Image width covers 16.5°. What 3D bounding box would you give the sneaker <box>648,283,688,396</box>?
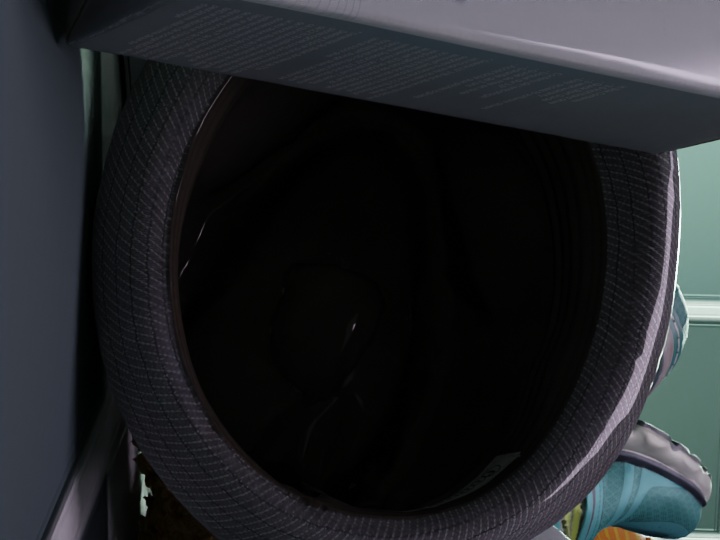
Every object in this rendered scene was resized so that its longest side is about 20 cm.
[{"bbox_3d":[0.080,0.012,0.969,0.080,0.071,0.200,-48,-171,-20],"label":"sneaker"}]

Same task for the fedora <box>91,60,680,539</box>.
[{"bbox_3d":[0.000,0.000,0.748,0.090,0.176,0.201,145,-41,-67],"label":"fedora"}]

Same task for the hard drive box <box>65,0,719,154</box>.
[{"bbox_3d":[0.028,-0.126,0.668,0.077,0.199,0.157,-12,-106,56],"label":"hard drive box"}]

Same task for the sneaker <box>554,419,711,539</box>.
[{"bbox_3d":[0.050,0.089,0.896,0.199,0.077,0.080,6,82,-43],"label":"sneaker"}]

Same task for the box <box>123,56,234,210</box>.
[{"bbox_3d":[-0.052,-0.139,0.816,0.201,0.036,0.145,-88,179,-47],"label":"box"}]

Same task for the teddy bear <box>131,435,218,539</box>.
[{"bbox_3d":[-0.049,0.112,0.836,0.146,0.066,0.201,-96,177,-49],"label":"teddy bear"}]

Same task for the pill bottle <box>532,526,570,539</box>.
[{"bbox_3d":[0.007,0.146,0.733,0.200,0.110,0.112,-42,138,-55],"label":"pill bottle"}]

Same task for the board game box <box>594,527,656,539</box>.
[{"bbox_3d":[0.061,0.233,0.970,0.200,0.199,0.201,-53,-161,32],"label":"board game box"}]
